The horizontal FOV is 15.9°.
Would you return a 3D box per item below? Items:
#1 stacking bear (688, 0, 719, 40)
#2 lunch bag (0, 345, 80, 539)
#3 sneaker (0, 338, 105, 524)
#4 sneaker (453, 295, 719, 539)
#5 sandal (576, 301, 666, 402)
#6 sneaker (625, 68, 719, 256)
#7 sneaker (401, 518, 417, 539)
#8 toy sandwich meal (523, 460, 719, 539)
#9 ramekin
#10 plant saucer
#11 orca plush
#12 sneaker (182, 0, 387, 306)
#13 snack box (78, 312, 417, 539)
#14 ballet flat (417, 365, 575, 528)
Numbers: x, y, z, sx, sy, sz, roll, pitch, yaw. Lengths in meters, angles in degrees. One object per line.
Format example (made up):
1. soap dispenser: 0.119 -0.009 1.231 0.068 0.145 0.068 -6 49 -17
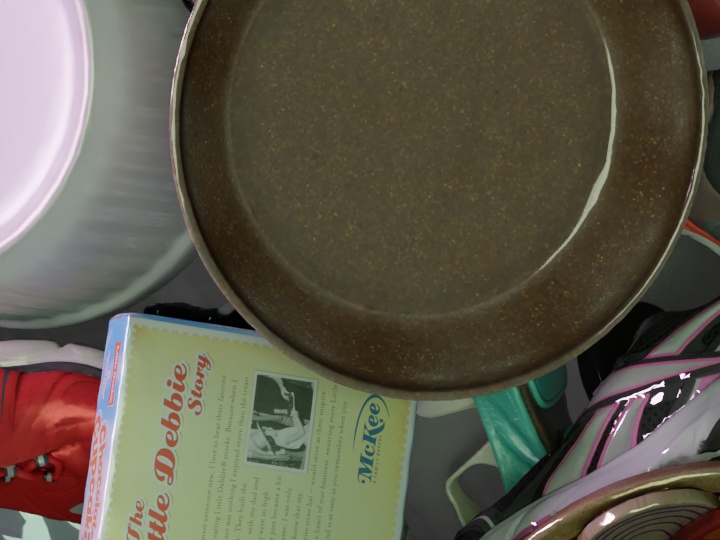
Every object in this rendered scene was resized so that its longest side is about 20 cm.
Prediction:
1. stacking bear: 0.040 -0.098 1.040 0.200 0.121 0.114 -29 85 13
2. lunch bag: -0.105 0.132 1.075 0.160 0.077 0.201 11 95 0
3. sneaker: -0.154 0.072 0.980 0.199 0.085 0.077 10 120 2
4. sneaker: 0.119 0.066 1.007 0.200 0.087 0.080 -34 128 22
5. sandal: 0.151 0.105 1.068 0.075 0.045 0.201 -26 93 -40
6. sneaker: 0.184 -0.025 1.012 0.200 0.082 0.077 21 71 -36
7. sneaker: 0.017 0.136 1.039 0.075 0.082 0.200 -51 126 -27
8. toy sandwich meal: 0.131 0.158 0.984 0.204 0.070 0.206 -4 133 -5
9. ramekin: -0.149 -0.075 1.010 0.199 0.105 0.201 1 92 23
10. plant saucer: 0.026 -0.055 0.926 0.200 0.037 0.201 -2 100 -14
11. orca plush: 0.000 0.000 1.001 0.199 0.071 0.105 -15 113 23
12. sneaker: -0.033 -0.086 0.961 0.069 0.099 0.201 -6 77 33
13. snack box: -0.048 0.123 0.950 0.116 0.037 0.201 10 83 -17
14. ballet flat: 0.061 0.066 1.074 0.070 0.067 0.201 -20 93 17
